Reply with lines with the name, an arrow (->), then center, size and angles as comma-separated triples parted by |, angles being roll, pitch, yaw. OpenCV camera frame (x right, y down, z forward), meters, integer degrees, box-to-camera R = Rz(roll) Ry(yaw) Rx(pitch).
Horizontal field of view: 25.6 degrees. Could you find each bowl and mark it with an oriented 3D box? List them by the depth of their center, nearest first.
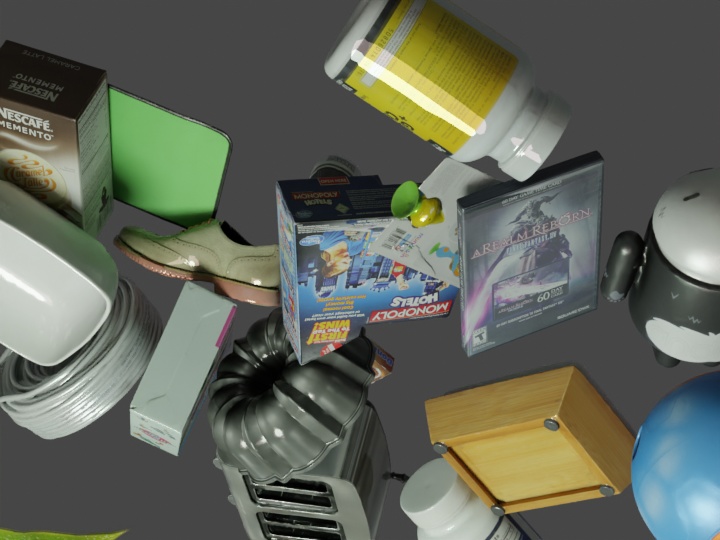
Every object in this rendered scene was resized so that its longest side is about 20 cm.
bowl -> -0.349, -0.007, 1.625 | 0.200, 0.075, 0.200 | 35, 142, -14

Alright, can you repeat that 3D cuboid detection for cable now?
cable -> -0.309, 0.094, 1.743 | 0.200, 0.200, 0.069 | 6, 145, 49

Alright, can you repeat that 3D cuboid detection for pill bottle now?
pill bottle -> 0.078, -0.163, 1.359 | 0.200, 0.112, 0.112 | 33, 138, -8
pill bottle -> 0.136, 0.309, 1.821 | 0.111, 0.111, 0.200 | -19, 123, 38

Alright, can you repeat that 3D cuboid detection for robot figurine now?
robot figurine -> 0.308, 0.000, 1.414 | 0.125, 0.150, 0.200 | 40, 146, 27

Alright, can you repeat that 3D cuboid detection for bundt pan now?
bundt pan -> -0.084, 0.118, 1.651 | 0.202, 0.202, 0.076 | -20, 133, 39

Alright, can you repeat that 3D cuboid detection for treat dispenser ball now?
treat dispenser ball -> 0.363, 0.196, 1.530 | 0.201, 0.201, 0.201 | 13, 138, 12

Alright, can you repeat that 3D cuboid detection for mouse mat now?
mouse mat -> -0.233, -0.121, 1.630 | 0.200, 0.008, 0.161 | 22, 139, 1

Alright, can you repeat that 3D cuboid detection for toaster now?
toaster -> -0.056, 0.226, 1.794 | 0.200, 0.119, 0.181 | 5, 143, 13

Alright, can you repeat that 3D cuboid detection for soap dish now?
soap dish -> 0.184, 0.184, 1.692 | 0.200, 0.081, 0.157 | -17, 124, 39

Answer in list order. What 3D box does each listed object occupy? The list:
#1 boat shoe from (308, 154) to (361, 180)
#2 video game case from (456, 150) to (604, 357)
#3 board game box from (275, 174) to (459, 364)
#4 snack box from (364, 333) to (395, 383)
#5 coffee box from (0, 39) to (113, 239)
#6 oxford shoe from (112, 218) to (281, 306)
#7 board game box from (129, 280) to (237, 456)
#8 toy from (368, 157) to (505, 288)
boat shoe -> -0.040, -0.026, 1.591 | 0.070, 0.066, 0.200 | 22, 139, 4
video game case -> 0.159, -0.012, 1.480 | 0.143, 0.019, 0.200 | -20, 138, -13
board game box -> 0.000, 0.000, 1.545 | 0.200, 0.062, 0.200 | -4, 137, -23
snack box -> -0.051, 0.119, 1.778 | 0.072, 0.024, 0.200 | 40, 137, -20
coffee box -> -0.318, -0.121, 1.604 | 0.114, 0.080, 0.200 | 16, 139, 9
oxford shoe -> -0.165, -0.023, 1.662 | 0.200, 0.071, 0.074 | 17, 97, 18
board game box -> -0.190, 0.109, 1.690 | 0.064, 0.148, 0.200 | 24, 165, -2
toy -> 0.106, -0.042, 1.469 | 0.200, 0.047, 0.115 | 19, 121, -42
